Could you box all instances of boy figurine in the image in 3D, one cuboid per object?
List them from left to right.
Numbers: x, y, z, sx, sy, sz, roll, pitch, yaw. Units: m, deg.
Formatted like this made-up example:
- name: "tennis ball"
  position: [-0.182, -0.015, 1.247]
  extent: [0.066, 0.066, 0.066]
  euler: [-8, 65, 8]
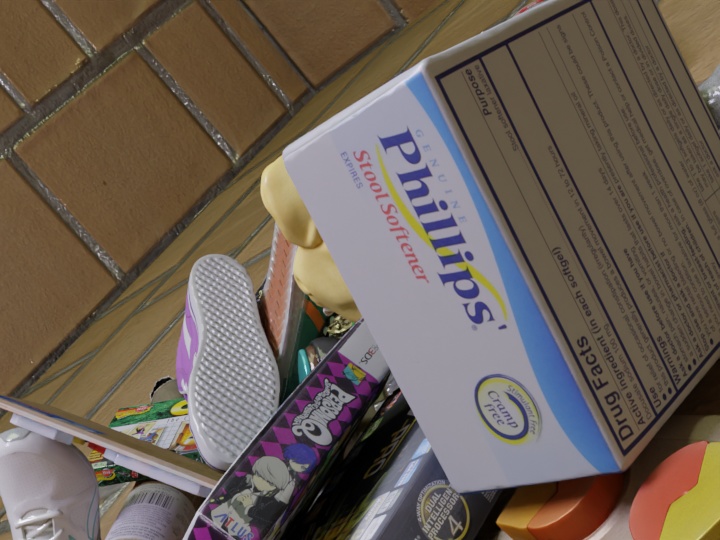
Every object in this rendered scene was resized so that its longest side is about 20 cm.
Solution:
- name: "boy figurine"
  position: [0.000, 0.000, 0.781]
  extent: [0.124, 0.200, 0.065]
  euler: [-30, 17, 51]

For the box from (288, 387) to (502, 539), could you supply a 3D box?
- name: "box"
  position: [0.022, 0.125, 0.599]
  extent: [0.200, 0.049, 0.161]
  euler: [-51, 7, -36]

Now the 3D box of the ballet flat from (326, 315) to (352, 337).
- name: "ballet flat"
  position: [-0.066, 0.100, 0.993]
  extent: [0.200, 0.046, 0.067]
  euler: [-42, 13, 1]

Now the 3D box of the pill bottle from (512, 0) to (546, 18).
- name: "pill bottle"
  position: [0.197, -0.196, 1.032]
  extent: [0.114, 0.114, 0.200]
  euler: [-39, 13, 9]

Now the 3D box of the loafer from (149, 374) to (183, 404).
- name: "loafer"
  position: [-0.197, 0.158, 1.135]
  extent: [0.075, 0.070, 0.200]
  euler: [-42, 13, -6]

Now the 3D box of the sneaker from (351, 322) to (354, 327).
- name: "sneaker"
  position: [0.029, 0.030, 0.924]
  extent: [0.084, 0.073, 0.200]
  euler: [-59, 4, 28]

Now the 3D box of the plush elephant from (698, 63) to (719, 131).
- name: "plush elephant"
  position: [0.152, -0.078, 0.693]
  extent: [0.155, 0.164, 0.202]
  euler: [-36, -25, -53]

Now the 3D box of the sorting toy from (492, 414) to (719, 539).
- name: "sorting toy"
  position: [0.096, 0.126, 0.447]
  extent: [0.200, 0.037, 0.185]
  euler: [-47, 13, -23]

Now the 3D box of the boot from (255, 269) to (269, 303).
- name: "boot"
  position: [-0.089, 0.070, 1.089]
  extent: [0.204, 0.073, 0.154]
  euler: [-51, 11, 13]

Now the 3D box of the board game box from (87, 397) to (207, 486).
- name: "board game box"
  position: [-0.128, 0.135, 0.924]
  extent: [0.197, 0.024, 0.105]
  euler: [-11, 18, 10]

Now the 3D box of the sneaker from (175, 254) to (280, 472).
- name: "sneaker"
  position: [-0.113, 0.097, 0.888]
  extent: [0.202, 0.072, 0.115]
  euler: [-99, 24, -45]

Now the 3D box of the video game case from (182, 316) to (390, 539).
- name: "video game case"
  position: [-0.058, 0.142, 0.614]
  extent: [0.181, 0.036, 0.201]
  euler: [-48, -11, -51]

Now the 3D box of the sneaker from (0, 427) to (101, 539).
- name: "sneaker"
  position: [-0.232, 0.212, 0.841]
  extent: [0.069, 0.203, 0.081]
  euler: [-11, 26, 4]

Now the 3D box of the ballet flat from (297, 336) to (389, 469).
- name: "ballet flat"
  position: [-0.016, 0.103, 0.763]
  extent: [0.067, 0.069, 0.200]
  euler: [-10, -22, -15]

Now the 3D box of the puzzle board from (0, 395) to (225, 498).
- name: "puzzle board"
  position: [-0.161, 0.131, 0.778]
  extent: [0.151, 0.197, 0.018]
  euler: [77, -148, -79]

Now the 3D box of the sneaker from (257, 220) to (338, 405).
- name: "sneaker"
  position: [-0.036, 0.017, 0.909]
  extent: [0.071, 0.079, 0.203]
  euler: [15, 94, 61]

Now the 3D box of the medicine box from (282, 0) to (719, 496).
- name: "medicine box"
  position: [0.092, -0.026, 0.526]
  extent: [0.102, 0.184, 0.199]
  euler: [-22, 8, 47]

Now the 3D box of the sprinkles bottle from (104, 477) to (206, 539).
- name: "sprinkles bottle"
  position: [-0.169, 0.221, 0.849]
  extent: [0.068, 0.068, 0.200]
  euler: [-37, 13, 17]
